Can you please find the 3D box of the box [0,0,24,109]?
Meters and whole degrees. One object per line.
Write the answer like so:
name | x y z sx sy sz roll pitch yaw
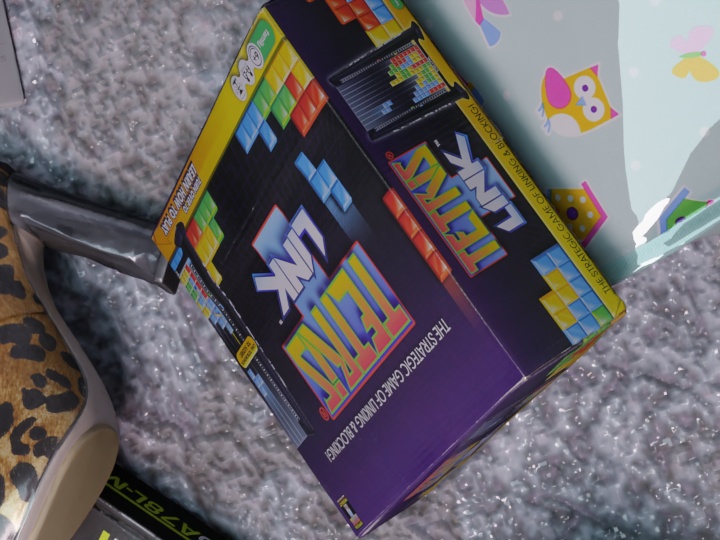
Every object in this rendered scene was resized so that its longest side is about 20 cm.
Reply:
box | -0.249 -0.159 0.851 0.123 0.097 0.202 -9 96 22

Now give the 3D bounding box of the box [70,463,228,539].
box | -0.138 0.196 0.893 0.192 0.047 0.201 33 109 16

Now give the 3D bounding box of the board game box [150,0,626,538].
board game box | 0.000 0.000 0.739 0.166 0.056 0.200 55 152 11

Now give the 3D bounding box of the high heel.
high heel | -0.177 0.049 0.841 0.141 0.072 0.201 17 70 13

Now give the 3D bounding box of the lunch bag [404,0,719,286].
lunch bag | 0.102 -0.089 0.718 0.199 0.122 0.171 -31 88 16
